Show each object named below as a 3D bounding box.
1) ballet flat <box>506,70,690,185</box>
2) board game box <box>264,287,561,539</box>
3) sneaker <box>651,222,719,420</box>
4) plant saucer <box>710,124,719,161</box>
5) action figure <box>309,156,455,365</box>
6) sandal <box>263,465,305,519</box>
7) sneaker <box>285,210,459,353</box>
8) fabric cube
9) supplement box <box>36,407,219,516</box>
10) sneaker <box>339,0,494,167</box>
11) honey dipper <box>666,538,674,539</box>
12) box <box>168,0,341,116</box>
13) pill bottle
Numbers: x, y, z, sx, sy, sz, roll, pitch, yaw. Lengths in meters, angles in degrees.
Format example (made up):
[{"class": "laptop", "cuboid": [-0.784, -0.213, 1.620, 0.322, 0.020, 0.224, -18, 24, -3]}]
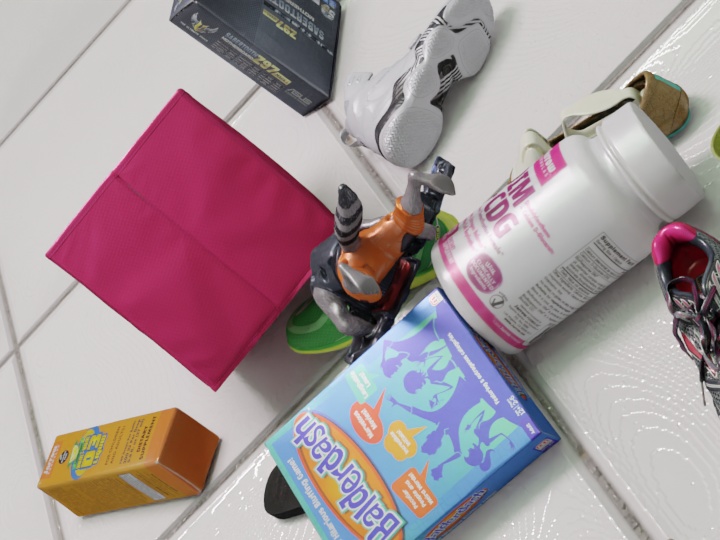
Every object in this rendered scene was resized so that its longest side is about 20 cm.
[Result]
[{"class": "ballet flat", "cuboid": [0.182, -0.105, 1.223, 0.200, 0.072, 0.068, -33, 39, 26]}, {"class": "board game box", "cuboid": [0.037, 0.136, 1.150, 0.200, 0.045, 0.152, -43, 61, 14]}, {"class": "sneaker", "cuboid": [0.254, 0.047, 1.004, 0.081, 0.075, 0.200, -41, 37, 16]}, {"class": "plant saucer", "cuboid": [0.347, -0.114, 1.022, 0.199, 0.031, 0.200, -26, 16, 8]}, {"class": "action figure", "cuboid": [0.012, -0.032, 1.192, 0.201, 0.104, 0.193, -66, 8, -20]}, {"class": "sandal", "cuboid": [-0.019, 0.164, 1.237, 0.200, 0.045, 0.075, -25, 43, 33]}, {"class": "sneaker", "cuboid": [0.000, 0.000, 1.329, 0.200, 0.084, 0.074, -39, 37, 20]}, {"class": "fabric cube", "cuboid": [-0.153, -0.033, 1.377, 0.200, 0.199, 0.196, -50, 8, 1]}, {"class": "supplement box", "cuboid": [-0.235, 0.193, 1.443, 0.200, 0.069, 0.067, -19, 44, 41]}, {"class": "sneaker", "cuboid": [0.050, -0.201, 1.456, 0.115, 0.075, 0.200, 16, 75, 50]}, {"class": "honey dipper", "cuboid": [0.152, 0.263, 0.963, 0.200, 0.038, 0.038, -49, 35, 8]}, {"class": "box", "cuboid": [-0.112, -0.288, 1.612, 0.051, 0.200, 0.158, -29, 40, 38]}, {"class": "pill bottle", "cuboid": [0.164, -0.035, 1.145, 0.200, 0.113, 0.114, -39, 37, 18]}]
